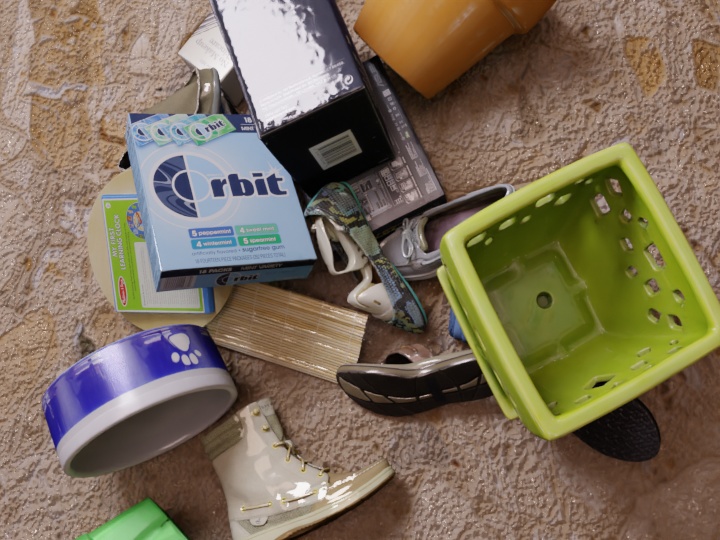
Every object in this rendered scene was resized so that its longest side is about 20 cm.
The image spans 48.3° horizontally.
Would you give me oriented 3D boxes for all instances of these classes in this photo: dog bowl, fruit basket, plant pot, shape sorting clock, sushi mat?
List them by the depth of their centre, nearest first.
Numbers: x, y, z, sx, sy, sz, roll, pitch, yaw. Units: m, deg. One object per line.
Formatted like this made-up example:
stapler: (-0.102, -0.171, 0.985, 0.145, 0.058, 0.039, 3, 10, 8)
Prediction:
plant pot: (0.190, 0.027, 0.767, 0.198, 0.182, 0.201, -26, 83, -7)
fruit basket: (-0.242, 0.384, 0.867, 0.212, 0.156, 0.219, 1, 64, -1)
dog bowl: (-0.240, 0.144, 0.882, 0.198, 0.200, 0.080, -30, 71, 3)
plant pot: (0.094, -0.312, 0.934, 0.184, 0.200, 0.201, -47, 73, 14)
sushi mat: (-0.091, 0.068, 0.942, 0.197, 0.012, 0.097, 16, 114, 12)
shape sorting clock: (-0.234, -0.022, 0.943, 0.196, 0.039, 0.204, 4, 105, 13)

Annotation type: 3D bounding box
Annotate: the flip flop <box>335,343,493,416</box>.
flip flop: (0.070, 0.112, 0.898, 0.197, 0.082, 0.058, -13, 40, 17)

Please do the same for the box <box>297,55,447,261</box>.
box: (-0.005, -0.136, 0.976, 0.156, 0.051, 0.202, -26, 75, 4)

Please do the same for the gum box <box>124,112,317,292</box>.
gum box: (-0.154, -0.080, 0.873, 0.167, 0.045, 0.202, -5, 62, -27)

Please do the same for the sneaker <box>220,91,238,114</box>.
sneaker: (-0.179, -0.131, 0.995, 0.088, 0.079, 0.203, -13, 76, 5)

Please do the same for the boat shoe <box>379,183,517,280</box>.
boat shoe: (0.095, -0.045, 0.900, 0.200, 0.065, 0.076, -16, 55, 33)

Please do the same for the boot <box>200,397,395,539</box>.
boot: (-0.074, 0.212, 0.903, 0.198, 0.072, 0.156, -26, 71, 5)

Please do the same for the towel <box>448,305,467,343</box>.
towel: (0.201, 0.038, 0.897, 0.197, 0.049, 0.114, 8, 80, 13)

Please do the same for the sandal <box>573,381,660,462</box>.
sandal: (0.230, 0.136, 0.866, 0.198, 0.045, 0.076, 24, 114, 28)

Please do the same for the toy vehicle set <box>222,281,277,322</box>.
toy vehicle set: (-0.193, -0.021, 0.968, 0.197, 0.027, 0.126, 13, 112, 14)

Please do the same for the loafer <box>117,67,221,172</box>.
loafer: (-0.232, -0.167, 0.968, 0.200, 0.069, 0.076, -47, 43, 33)

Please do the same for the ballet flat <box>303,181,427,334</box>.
ballet flat: (0.000, 0.000, 0.902, 0.074, 0.074, 0.202, -32, 97, 2)

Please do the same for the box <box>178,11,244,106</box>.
box: (-0.136, -0.320, 1.033, 0.082, 0.068, 0.201, 36, 86, 16)

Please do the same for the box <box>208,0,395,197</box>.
box: (-0.061, -0.218, 0.873, 0.122, 0.200, 0.201, -24, 75, 5)
